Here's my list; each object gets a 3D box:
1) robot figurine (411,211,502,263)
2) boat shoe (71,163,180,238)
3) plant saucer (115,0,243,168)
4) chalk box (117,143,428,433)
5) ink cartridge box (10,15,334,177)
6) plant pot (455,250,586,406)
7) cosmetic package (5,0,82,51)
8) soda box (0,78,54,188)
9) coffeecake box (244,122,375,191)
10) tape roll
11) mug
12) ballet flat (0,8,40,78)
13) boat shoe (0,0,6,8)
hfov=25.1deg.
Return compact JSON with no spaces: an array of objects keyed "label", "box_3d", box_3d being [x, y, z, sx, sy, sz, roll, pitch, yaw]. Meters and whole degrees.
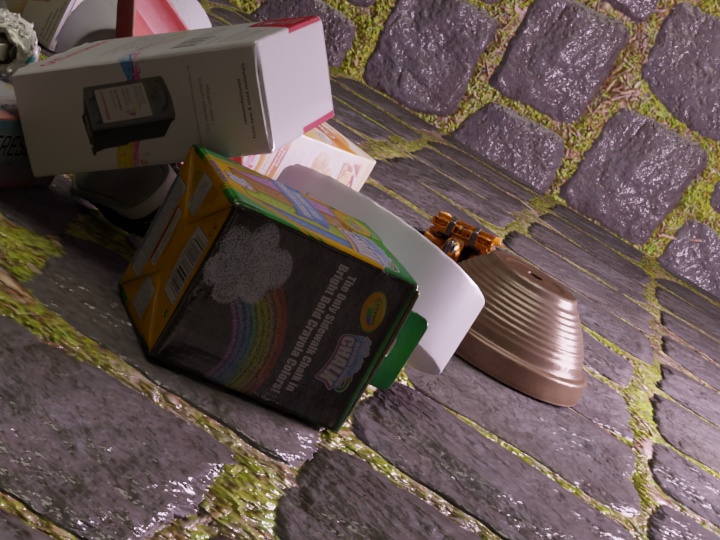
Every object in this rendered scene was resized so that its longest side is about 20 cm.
[{"label":"robot figurine","box_3d":[0.122,-0.013,1.787,0.144,0.059,0.200,25,-5,19]},{"label":"boat shoe","box_3d":[-0.177,-0.063,1.310,0.066,0.075,0.199,49,-12,-27]},{"label":"plant saucer","box_3d":[-0.167,-0.147,1.456,0.201,0.036,0.201,-96,159,-45]},{"label":"chalk box","box_3d":[-0.048,0.020,1.135,0.199,0.125,0.124,25,12,-28]},{"label":"ink cartridge box","box_3d":[-0.136,-0.133,1.215,0.198,0.087,0.148,-5,15,20]},{"label":"plant pot","box_3d":[0.154,0.044,1.623,0.200,0.093,0.201,30,11,-6]},{"label":"cosmetic package","box_3d":[-0.384,-0.341,1.887,0.199,0.106,0.071,34,12,27]},{"label":"soda box","box_3d":[-0.287,-0.104,1.213,0.068,0.064,0.200,32,11,10]},{"label":"coffeecake box","box_3d":[-0.105,-0.154,1.867,0.199,0.073,0.153,16,19,-50]},{"label":"tape roll","box_3d":[0.000,0.000,1.310,0.202,0.071,0.203,34,-9,6]},{"label":"mug","box_3d":[-0.213,-0.188,1.603,0.201,0.147,0.175,53,13,-10]},{"label":"ballet flat","box_3d":[-0.347,-0.196,1.259,0.198,0.072,0.072,13,15,-14]},{"label":"boat shoe","box_3d":[-0.406,-0.320,1.610,0.068,0.072,0.201,37,-27,28]}]
